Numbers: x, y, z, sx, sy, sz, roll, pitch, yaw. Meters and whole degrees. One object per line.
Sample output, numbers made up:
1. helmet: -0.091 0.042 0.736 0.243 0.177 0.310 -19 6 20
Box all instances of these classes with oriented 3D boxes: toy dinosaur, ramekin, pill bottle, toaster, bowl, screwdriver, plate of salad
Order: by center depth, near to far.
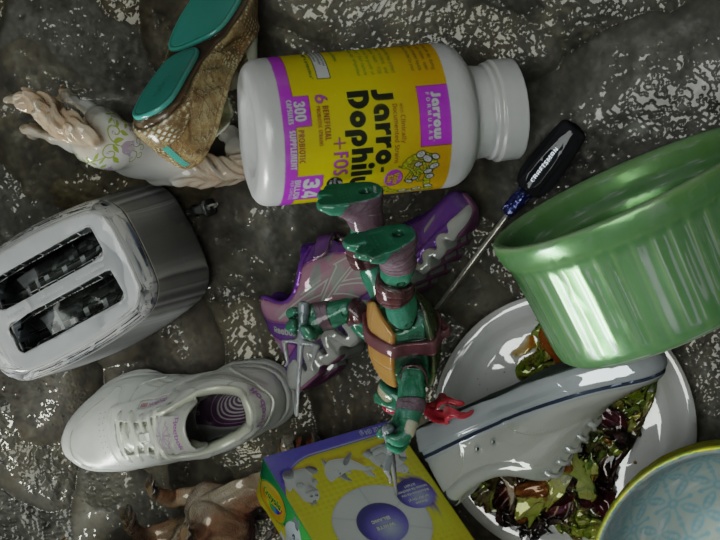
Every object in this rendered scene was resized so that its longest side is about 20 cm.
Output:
1. ramekin: 0.199 -0.015 1.105 0.199 0.200 0.098 -23 98 16
2. bowl: 0.261 0.204 1.151 0.198 0.108 0.202 2 102 9
3. pill bottle: 0.016 -0.107 1.160 0.198 0.104 0.105 -7 95 -12
4. plate of salad: 0.149 0.118 1.207 0.198 0.048 0.202 2 97 14
5. screwdriver: 0.097 -0.031 1.211 0.029 0.028 0.200 36 102 -22
6. toaster: -0.206 0.008 1.247 0.199 0.129 0.114 -26 90 16
7. toy dinosaur: -0.111 0.214 1.277 0.200 0.135 0.086 -51 41 35

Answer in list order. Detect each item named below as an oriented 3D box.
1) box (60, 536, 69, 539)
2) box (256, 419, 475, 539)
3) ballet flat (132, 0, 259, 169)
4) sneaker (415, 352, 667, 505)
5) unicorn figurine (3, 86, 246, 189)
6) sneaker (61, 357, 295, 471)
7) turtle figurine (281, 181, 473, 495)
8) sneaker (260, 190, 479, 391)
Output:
1. box: -0.177 0.285 1.249 0.163 0.200 0.021 44 70 7
2. box: 0.018 0.203 1.170 0.200 0.116 0.049 54 146 37
3. ballet flat: -0.112 -0.146 1.197 0.070 0.201 0.065 -12 128 33
4. sneaker: 0.135 0.109 1.158 0.199 0.073 0.071 -26 88 29
5. unicorn figurine: -0.162 -0.096 1.232 0.137 0.199 0.075 19 108 39
6. sneaker: -0.152 0.113 1.261 0.198 0.100 0.076 -16 94 17
7. turtle figurine: 0.011 0.046 1.134 0.149 0.100 0.202 32 137 44
8. sneaker: 0.000 0.000 1.221 0.200 0.080 0.089 -41 78 16
